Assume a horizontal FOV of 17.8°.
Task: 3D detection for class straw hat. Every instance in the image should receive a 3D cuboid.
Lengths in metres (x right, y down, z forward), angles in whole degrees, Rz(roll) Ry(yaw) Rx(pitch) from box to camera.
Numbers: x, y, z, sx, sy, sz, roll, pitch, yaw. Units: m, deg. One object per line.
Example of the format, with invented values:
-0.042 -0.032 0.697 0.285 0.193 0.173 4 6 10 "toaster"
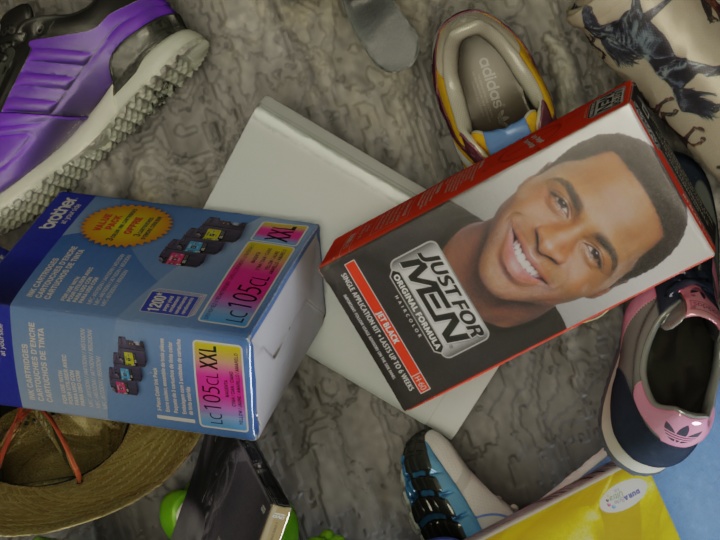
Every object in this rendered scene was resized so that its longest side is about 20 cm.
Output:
-0.183 0.108 1.385 0.201 0.201 0.085 -3 136 4 "straw hat"

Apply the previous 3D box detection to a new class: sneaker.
0.093 -0.058 1.351 0.075 0.090 0.200 -27 92 6 "sneaker"
-0.194 -0.104 1.385 0.200 0.070 0.100 -41 84 3 "sneaker"
0.186 0.015 1.325 0.070 0.082 0.200 11 68 -16 "sneaker"
0.100 0.174 1.391 0.087 0.075 0.200 -33 89 -20 "sneaker"

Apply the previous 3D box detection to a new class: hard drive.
0.000 0.000 1.372 0.200 0.026 0.132 30 121 1 "hard drive"

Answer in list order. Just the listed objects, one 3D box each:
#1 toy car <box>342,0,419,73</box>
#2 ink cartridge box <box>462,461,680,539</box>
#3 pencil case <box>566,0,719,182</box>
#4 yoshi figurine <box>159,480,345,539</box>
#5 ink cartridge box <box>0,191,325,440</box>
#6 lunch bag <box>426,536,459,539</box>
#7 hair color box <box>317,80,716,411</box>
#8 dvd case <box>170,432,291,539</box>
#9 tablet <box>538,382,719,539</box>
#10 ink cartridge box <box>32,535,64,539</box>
-0.025 -0.213 1.324 0.200 0.158 0.164 35 86 -9 "toy car"
0.117 0.234 1.299 0.198 0.047 0.200 -24 86 -26 "ink cartridge box"
0.210 -0.110 1.346 0.200 0.089 0.078 47 125 0 "pencil case"
-0.048 0.206 1.371 0.112 0.112 0.200 -35 83 16 "yoshi figurine"
-0.135 0.022 1.329 0.200 0.136 0.076 6 121 15 "ink cartridge box"
0.004 0.250 1.313 0.200 0.076 0.160 -29 93 -24 "lunch bag"
0.088 -0.013 1.294 0.200 0.061 0.102 -29 100 16 "hair color box"
-0.091 0.190 1.291 0.016 0.149 0.200 13 105 -20 "dvd case"
0.215 0.132 1.374 0.200 0.014 0.130 -38 91 -10 "tablet"
-0.186 0.277 1.354 0.076 0.148 0.200 13 130 -20 "ink cartridge box"
